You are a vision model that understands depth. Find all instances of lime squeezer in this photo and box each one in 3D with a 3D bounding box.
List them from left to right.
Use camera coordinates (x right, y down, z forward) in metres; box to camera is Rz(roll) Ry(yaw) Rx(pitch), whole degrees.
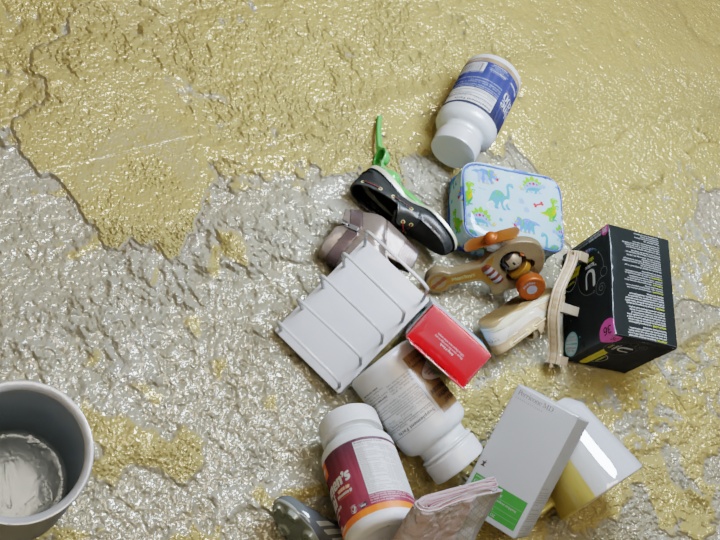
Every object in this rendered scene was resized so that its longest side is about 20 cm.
[{"bbox_3d":[0.054,-0.180,1.711,0.071,0.038,0.200,-19,75,-28],"label":"lime squeezer"}]

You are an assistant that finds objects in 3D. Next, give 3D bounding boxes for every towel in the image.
[{"bbox_3d":[0.096,0.378,1.368,0.191,0.200,0.032,-1,33,-48],"label":"towel"}]

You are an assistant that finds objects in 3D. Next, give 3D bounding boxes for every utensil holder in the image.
[{"bbox_3d":[-0.424,0.244,1.235,0.170,0.200,0.170,8,65,-18],"label":"utensil holder"}]

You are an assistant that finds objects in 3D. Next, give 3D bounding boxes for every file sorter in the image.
[{"bbox_3d":[-0.013,0.059,1.483,0.139,0.125,0.200,44,82,7],"label":"file sorter"}]

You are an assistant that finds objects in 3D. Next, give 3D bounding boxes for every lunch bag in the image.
[{"bbox_3d":[0.250,-0.099,1.729,0.200,0.082,0.161,8,66,-18],"label":"lunch bag"}]

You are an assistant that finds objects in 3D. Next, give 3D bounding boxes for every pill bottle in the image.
[{"bbox_3d":[0.007,0.292,1.409,0.109,0.110,0.200,0,43,-22],"label":"pill bottle"},{"bbox_3d":[0.089,0.214,1.505,0.114,0.114,0.200,-34,83,-30],"label":"pill bottle"},{"bbox_3d":[0.200,-0.278,1.771,0.111,0.111,0.200,32,60,-6],"label":"pill bottle"}]

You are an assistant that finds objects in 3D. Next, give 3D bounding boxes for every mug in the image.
[{"bbox_3d":[0.318,0.289,1.553,0.186,0.149,0.153,-21,68,-35],"label":"mug"}]

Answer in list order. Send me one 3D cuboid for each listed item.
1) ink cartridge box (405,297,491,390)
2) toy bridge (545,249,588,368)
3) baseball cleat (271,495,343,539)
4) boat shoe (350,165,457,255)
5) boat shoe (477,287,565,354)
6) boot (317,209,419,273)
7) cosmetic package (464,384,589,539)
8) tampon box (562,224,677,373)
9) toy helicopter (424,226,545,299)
[{"bbox_3d":[0.131,0.108,1.520,0.116,0.200,0.067,41,94,-1],"label":"ink cartridge box"},{"bbox_3d":[0.336,0.063,1.664,0.067,0.027,0.200,16,85,-52],"label":"toy bridge"},{"bbox_3d":[-0.036,0.378,1.421,0.200,0.070,0.106,48,46,-2],"label":"baseball cleat"},{"bbox_3d":[0.070,-0.088,1.656,0.201,0.074,0.063,41,54,7],"label":"boat shoe"},{"bbox_3d":[0.274,0.083,1.670,0.200,0.074,0.069,-23,101,-37],"label":"boat shoe"},{"bbox_3d":[0.000,0.000,1.600,0.146,0.070,0.200,26,62,0],"label":"boot"},{"bbox_3d":[0.241,0.282,1.486,0.108,0.085,0.200,26,90,27],"label":"cosmetic package"},{"bbox_3d":[0.433,0.051,1.696,0.126,0.150,0.200,13,63,-18],"label":"tampon box"},{"bbox_3d":[0.201,-0.009,1.637,0.200,0.132,0.079,-13,40,3],"label":"toy helicopter"}]
